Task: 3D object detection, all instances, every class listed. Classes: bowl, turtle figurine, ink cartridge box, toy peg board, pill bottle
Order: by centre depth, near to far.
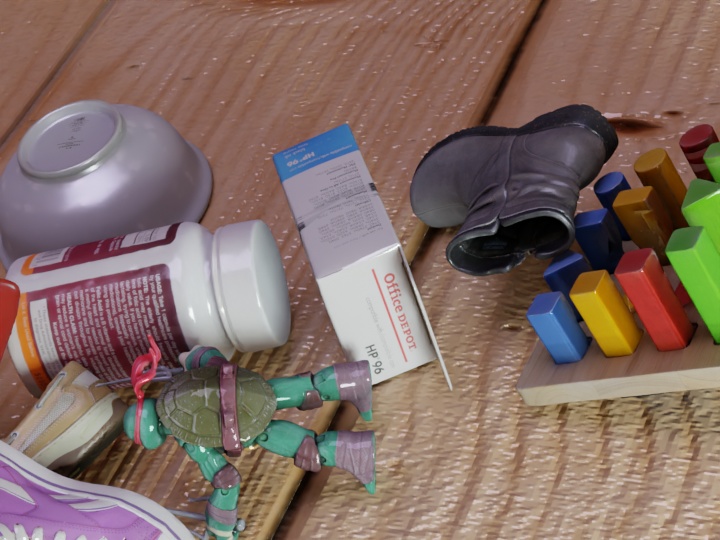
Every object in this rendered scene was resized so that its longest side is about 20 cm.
[{"bbox_3d":[0.204,-0.020,1.178,0.198,0.098,0.201,-10,35,41],"label":"toy peg board"},{"bbox_3d":[-0.089,0.110,1.203,0.197,0.101,0.151,-2,66,-1],"label":"turtle figurine"},{"bbox_3d":[0.000,0.000,1.278,0.067,0.117,0.201,-22,40,0],"label":"ink cartridge box"},{"bbox_3d":[-0.160,0.027,1.320,0.198,0.115,0.115,-11,41,12],"label":"pill bottle"},{"bbox_3d":[-0.233,-0.081,1.489,0.199,0.091,0.202,-12,42,11],"label":"bowl"}]

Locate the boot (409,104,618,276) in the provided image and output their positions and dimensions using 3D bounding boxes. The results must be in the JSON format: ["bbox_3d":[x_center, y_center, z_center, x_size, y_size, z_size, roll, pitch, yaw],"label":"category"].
[{"bbox_3d":[0.089,-0.048,1.280,0.199,0.070,0.132,-23,27,46],"label":"boot"}]

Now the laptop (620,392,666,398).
[{"bbox_3d":[0.307,0.051,1.174,0.199,0.104,0.178,31,59,13],"label":"laptop"}]

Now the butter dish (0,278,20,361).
[{"bbox_3d":[-0.369,0.071,1.235,0.147,0.199,0.201,30,105,30],"label":"butter dish"}]

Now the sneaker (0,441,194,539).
[{"bbox_3d":[-0.208,0.186,1.132,0.198,0.073,0.114,20,23,4],"label":"sneaker"}]

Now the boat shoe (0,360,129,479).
[{"bbox_3d":[-0.259,0.146,1.247,0.076,0.072,0.200,43,65,7],"label":"boat shoe"}]
